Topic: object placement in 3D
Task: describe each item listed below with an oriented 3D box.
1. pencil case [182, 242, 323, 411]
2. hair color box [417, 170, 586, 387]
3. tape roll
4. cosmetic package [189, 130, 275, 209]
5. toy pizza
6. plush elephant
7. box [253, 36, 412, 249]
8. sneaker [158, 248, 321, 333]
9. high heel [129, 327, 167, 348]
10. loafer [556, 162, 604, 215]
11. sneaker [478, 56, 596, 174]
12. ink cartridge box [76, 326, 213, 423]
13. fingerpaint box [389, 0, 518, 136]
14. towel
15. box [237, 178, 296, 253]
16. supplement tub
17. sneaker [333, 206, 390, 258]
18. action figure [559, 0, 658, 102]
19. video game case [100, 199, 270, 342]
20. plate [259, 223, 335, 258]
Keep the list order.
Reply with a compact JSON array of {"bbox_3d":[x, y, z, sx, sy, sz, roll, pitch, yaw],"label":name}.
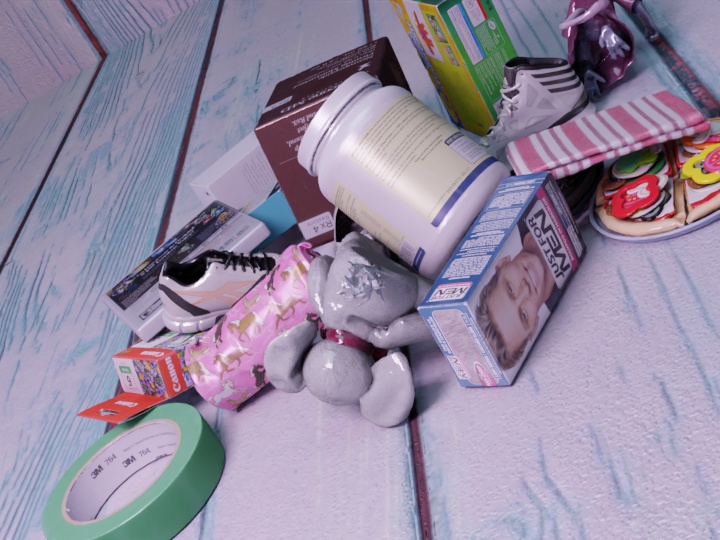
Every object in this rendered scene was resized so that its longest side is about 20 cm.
[{"bbox_3d":[-0.103,0.060,1.328,0.200,0.086,0.083,-42,38,12],"label":"pencil case"},{"bbox_3d":[0.139,0.006,1.171,0.060,0.101,0.201,-6,36,41],"label":"hair color box"},{"bbox_3d":[-0.237,0.224,1.286,0.199,0.048,0.201,-27,26,14],"label":"tape roll"},{"bbox_3d":[-0.135,-0.143,1.771,0.200,0.102,0.071,-41,25,-20],"label":"cosmetic package"},{"bbox_3d":[0.317,-0.100,1.236,0.198,0.032,0.201,-27,25,14],"label":"toy pizza"},{"bbox_3d":[0.000,0.065,1.199,0.157,0.163,0.200,-66,-15,10],"label":"plush elephant"},{"bbox_3d":[-0.013,-0.160,1.505,0.164,0.166,0.201,-21,20,13],"label":"box"},{"bbox_3d":[-0.135,0.010,1.398,0.197,0.081,0.074,-15,37,-6],"label":"sneaker"},{"bbox_3d":[-0.212,0.058,1.526,0.200,0.071,0.143,-42,21,10],"label":"high heel"},{"bbox_3d":[0.193,-0.079,1.308,0.071,0.063,0.200,1,41,49],"label":"loafer"},{"bbox_3d":[0.171,-0.185,1.464,0.199,0.116,0.076,-31,25,4],"label":"sneaker"},{"bbox_3d":[-0.226,0.108,1.413,0.199,0.051,0.108,-27,16,-36],"label":"ink cartridge box"},{"bbox_3d":[0.135,-0.276,1.574,0.073,0.201,0.167,-34,24,-8],"label":"fingerpaint box"},{"bbox_3d":[0.252,-0.135,1.281,0.197,0.030,0.147,-18,16,7],"label":"towel"},{"bbox_3d":[-0.147,-0.053,1.623,0.199,0.049,0.083,-35,16,30],"label":"box"},{"bbox_3d":[0.046,-0.103,1.314,0.145,0.199,0.145,-49,-12,-14],"label":"supplement tub"},{"bbox_3d":[0.000,0.000,1.345,0.074,0.082,0.201,-29,41,6],"label":"sneaker"},{"bbox_3d":[0.284,-0.310,1.539,0.133,0.149,0.202,-24,39,30],"label":"action figure"},{"bbox_3d":[-0.220,-0.004,1.528,0.200,0.023,0.181,-42,26,-12],"label":"video game case"},{"bbox_3d":[-0.059,-0.009,1.517,0.198,0.033,0.201,-10,33,38],"label":"plate"}]
